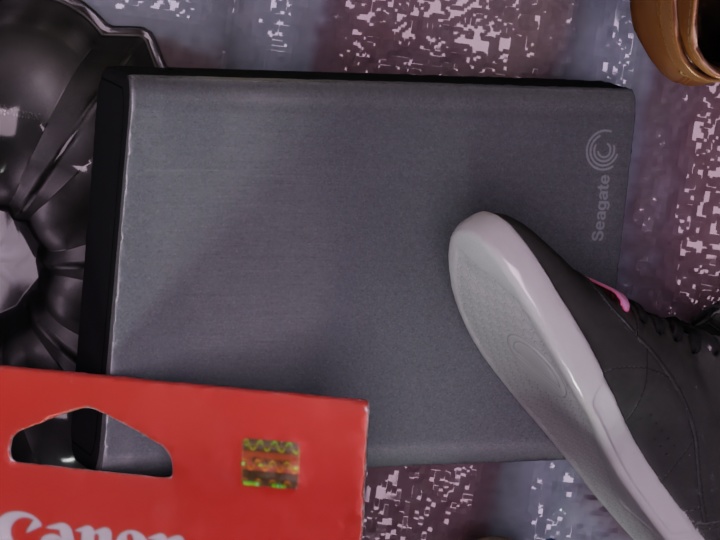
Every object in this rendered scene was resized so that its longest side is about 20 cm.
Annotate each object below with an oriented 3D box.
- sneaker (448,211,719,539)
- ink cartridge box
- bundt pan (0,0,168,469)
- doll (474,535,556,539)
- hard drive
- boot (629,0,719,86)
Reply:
[{"bbox_3d":[0.109,0.026,1.049,0.099,0.071,0.200,-45,124,-10],"label":"sneaker"},{"bbox_3d":[-0.097,0.124,0.990,0.200,0.044,0.174,5,102,13],"label":"ink cartridge box"},{"bbox_3d":[-0.137,-0.002,1.065,0.201,0.076,0.202,0,99,0],"label":"bundt pan"},{"bbox_3d":[0.044,0.152,1.030,0.048,0.200,0.137,23,114,-1],"label":"doll"},{"bbox_3d":[0.000,0.000,1.045,0.200,0.033,0.140,0,103,-27],"label":"hard drive"},{"bbox_3d":[0.138,-0.158,0.994,0.077,0.155,0.200,22,100,-3],"label":"boot"}]
